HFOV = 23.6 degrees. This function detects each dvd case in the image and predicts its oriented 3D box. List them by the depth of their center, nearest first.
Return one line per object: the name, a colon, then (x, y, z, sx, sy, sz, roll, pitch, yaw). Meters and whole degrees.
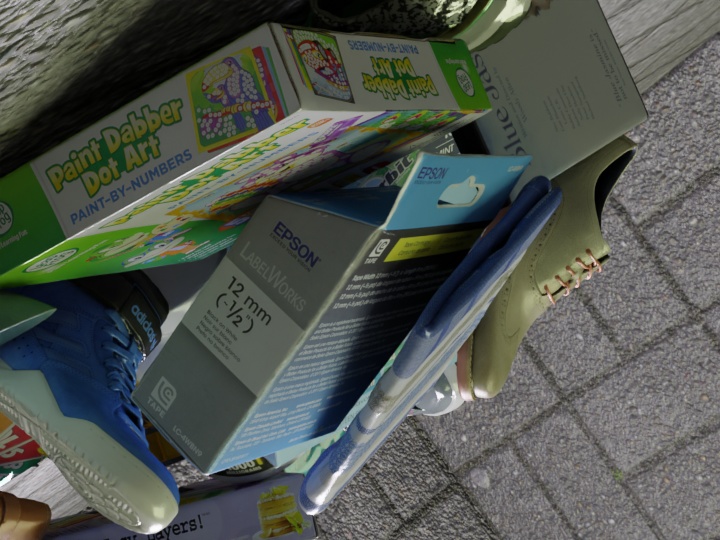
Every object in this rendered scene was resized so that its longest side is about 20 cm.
dvd case: (0.098, -0.129, 1.021, 0.017, 0.144, 0.200, -21, -174, 38)

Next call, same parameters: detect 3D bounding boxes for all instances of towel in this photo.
towel: (0.034, 0.044, 0.952, 0.147, 0.024, 0.201, -46, 171, -39)

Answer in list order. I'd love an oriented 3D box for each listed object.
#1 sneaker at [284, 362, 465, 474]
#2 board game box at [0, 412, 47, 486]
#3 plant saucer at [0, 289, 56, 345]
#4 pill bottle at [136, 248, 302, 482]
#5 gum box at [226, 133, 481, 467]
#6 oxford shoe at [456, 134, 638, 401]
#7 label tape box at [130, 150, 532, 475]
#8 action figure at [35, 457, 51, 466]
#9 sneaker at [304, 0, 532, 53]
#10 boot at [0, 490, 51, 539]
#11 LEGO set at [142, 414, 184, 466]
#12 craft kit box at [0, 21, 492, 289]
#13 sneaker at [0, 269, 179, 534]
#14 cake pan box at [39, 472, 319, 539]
sneaker: (-0.010, 0.094, 1.214, 0.120, 0.084, 0.200, -35, -174, -23)
board game box: (-0.292, 0.133, 1.105, 0.199, 0.030, 0.095, -30, 142, 15)
plant saucer: (-0.240, 0.049, 0.811, 0.200, 0.039, 0.201, -28, -178, 1)
pill bottle: (-0.098, 0.045, 1.108, 0.112, 0.113, 0.201, -35, 144, -7)
gum box: (0.000, 0.000, 1.043, 0.169, 0.044, 0.202, -28, 136, -29)
oxford shoe: (0.115, -0.008, 1.077, 0.071, 0.073, 0.202, 54, 55, -69)
label tape box: (-0.012, 0.003, 0.891, 0.201, 0.066, 0.143, -56, 161, 19)
action figure: (-0.239, 0.094, 1.167, 0.129, 0.070, 0.200, -3, 143, -48)
sneaker: (-0.004, -0.127, 0.896, 0.088, 0.078, 0.200, 13, 141, -41)
boot: (-0.256, 0.147, 1.051, 0.154, 0.077, 0.200, 14, 132, -34)
LEGO set: (-0.145, 0.083, 1.294, 0.115, 0.155, 0.200, -19, 168, 2)
craft kit box: (-0.063, -0.053, 0.820, 0.199, 0.049, 0.197, -26, 170, 28)
sneaker: (-0.137, 0.050, 0.927, 0.111, 0.199, 0.077, -40, 137, -20)
cake pan box: (-0.142, 0.185, 1.209, 0.182, 0.053, 0.200, -10, 177, -17)
